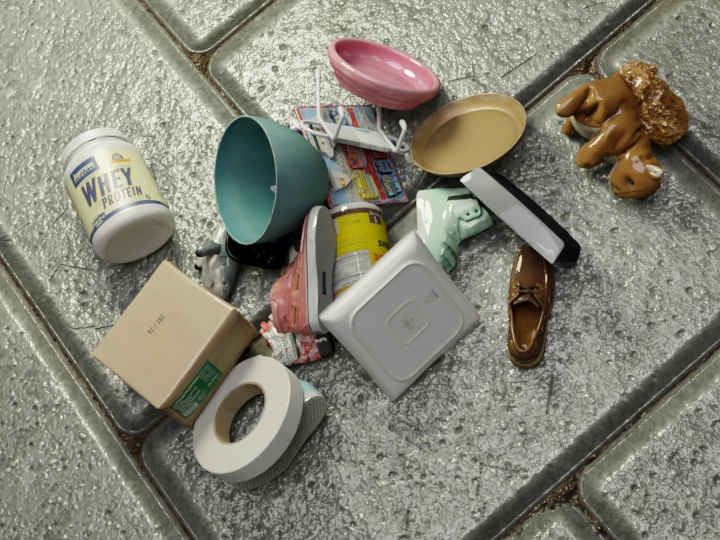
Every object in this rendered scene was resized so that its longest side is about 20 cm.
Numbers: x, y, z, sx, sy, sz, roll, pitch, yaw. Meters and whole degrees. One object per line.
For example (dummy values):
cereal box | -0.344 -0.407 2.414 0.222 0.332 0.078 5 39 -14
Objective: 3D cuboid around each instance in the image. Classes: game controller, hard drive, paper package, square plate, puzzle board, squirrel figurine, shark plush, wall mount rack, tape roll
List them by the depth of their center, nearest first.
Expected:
square plate | 0.068 0.075 1.637 0.198 0.200 0.028 -42 25 -4
tape roll | -0.176 0.228 1.652 0.202 0.037 0.204 -25 44 27
hard drive | 0.255 -0.085 1.666 0.200 0.135 0.042 45 107 21
squirrel figurine | 0.432 -0.217 1.679 0.199 0.142 0.187 -34 74 1
paper package | -0.296 0.116 1.715 0.190 0.104 0.200 31 79 34
wall mount rack | -0.007 -0.262 1.775 0.199 0.075 0.174 8 28 -24
game controller | -0.165 -0.098 1.782 0.104 0.042 0.201 16 64 -20
puzzle board | -0.014 -0.196 1.782 0.150 0.017 0.201 -6 63 -31
shark plush | -0.208 -0.046 1.813 0.083 0.091 0.200 35 59 1

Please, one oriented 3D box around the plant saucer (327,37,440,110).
plant saucer | 0.035 -0.328 1.795 0.200 0.200 0.051 33 121 20

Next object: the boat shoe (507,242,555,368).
boat shoe | 0.264 0.048 1.654 0.071 0.068 0.202 3 71 13

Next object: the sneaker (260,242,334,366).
sneaker | -0.118 0.057 1.734 0.107 0.067 0.203 -18 71 3

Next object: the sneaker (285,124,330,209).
sneaker | -0.066 -0.161 1.789 0.074 0.088 0.200 -43 68 -3

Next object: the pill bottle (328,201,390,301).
pill bottle | 0.000 0.000 1.706 0.108 0.109 0.201 -13 69 7

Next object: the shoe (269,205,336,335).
shoe | -0.093 0.001 1.658 0.090 0.071 0.202 -4 82 27

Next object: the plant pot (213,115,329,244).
plant pot | -0.129 -0.144 1.703 0.134 0.200 0.201 -3 62 -35

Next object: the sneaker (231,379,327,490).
sneaker | -0.136 0.256 1.678 0.200 0.074 0.082 -46 38 -1

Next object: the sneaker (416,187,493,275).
sneaker | 0.154 -0.047 1.705 0.117 0.074 0.202 -9 67 15

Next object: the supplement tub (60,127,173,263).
supplement tub | -0.420 -0.129 1.824 0.144 0.145 0.201 -31 68 0

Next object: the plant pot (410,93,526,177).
plant pot | 0.179 -0.218 1.752 0.199 0.028 0.201 -15 42 14
